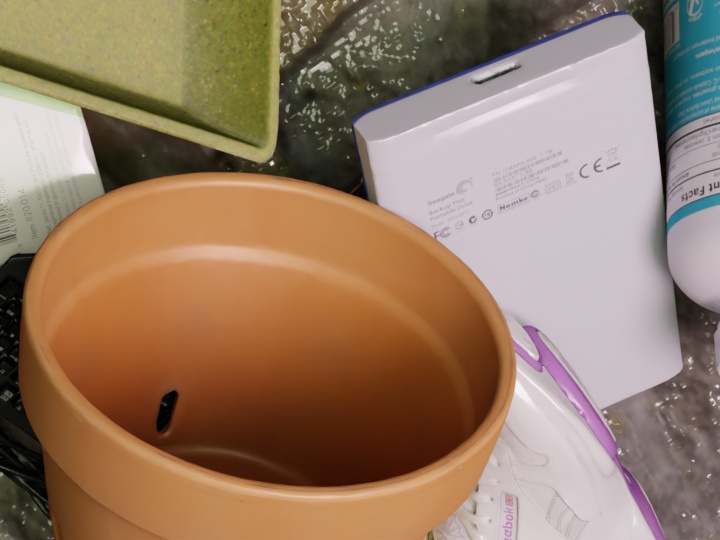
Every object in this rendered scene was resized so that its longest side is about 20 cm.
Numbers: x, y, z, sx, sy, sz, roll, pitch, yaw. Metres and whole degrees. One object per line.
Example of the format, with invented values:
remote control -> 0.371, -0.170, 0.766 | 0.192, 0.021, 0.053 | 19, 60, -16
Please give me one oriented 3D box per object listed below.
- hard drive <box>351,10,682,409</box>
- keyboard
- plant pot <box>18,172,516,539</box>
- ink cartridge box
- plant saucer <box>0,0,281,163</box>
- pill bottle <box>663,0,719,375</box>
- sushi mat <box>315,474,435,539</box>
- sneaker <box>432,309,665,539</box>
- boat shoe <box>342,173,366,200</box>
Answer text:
hard drive -> 0.074, -0.009, 1.315 | 0.132, 0.025, 0.200 | -22, 132, -12
keyboard -> -0.107, 0.082, 1.307 | 0.200, 0.040, 0.104 | 38, 116, -24
plant pot -> -0.047, 0.073, 1.217 | 0.200, 0.200, 0.140 | 4, 129, -12
ink cartridge box -> -0.220, -0.043, 1.284 | 0.200, 0.067, 0.117 | -16, 98, -10
plant saucer -> -0.120, -0.156, 1.251 | 0.200, 0.048, 0.200 | 16, 68, -43
pill bottle -> 0.191, -0.051, 1.318 | 0.111, 0.111, 0.200 | 4, 73, -12
sushi mat -> 0.003, 0.177, 1.316 | 0.096, 0.012, 0.200 | 31, 57, -50
sneaker -> 0.071, 0.098, 1.326 | 0.100, 0.075, 0.200 | -29, 131, 1
boat shoe -> 0.001, 0.002, 1.341 | 0.201, 0.063, 0.074 | -41, 135, 3
